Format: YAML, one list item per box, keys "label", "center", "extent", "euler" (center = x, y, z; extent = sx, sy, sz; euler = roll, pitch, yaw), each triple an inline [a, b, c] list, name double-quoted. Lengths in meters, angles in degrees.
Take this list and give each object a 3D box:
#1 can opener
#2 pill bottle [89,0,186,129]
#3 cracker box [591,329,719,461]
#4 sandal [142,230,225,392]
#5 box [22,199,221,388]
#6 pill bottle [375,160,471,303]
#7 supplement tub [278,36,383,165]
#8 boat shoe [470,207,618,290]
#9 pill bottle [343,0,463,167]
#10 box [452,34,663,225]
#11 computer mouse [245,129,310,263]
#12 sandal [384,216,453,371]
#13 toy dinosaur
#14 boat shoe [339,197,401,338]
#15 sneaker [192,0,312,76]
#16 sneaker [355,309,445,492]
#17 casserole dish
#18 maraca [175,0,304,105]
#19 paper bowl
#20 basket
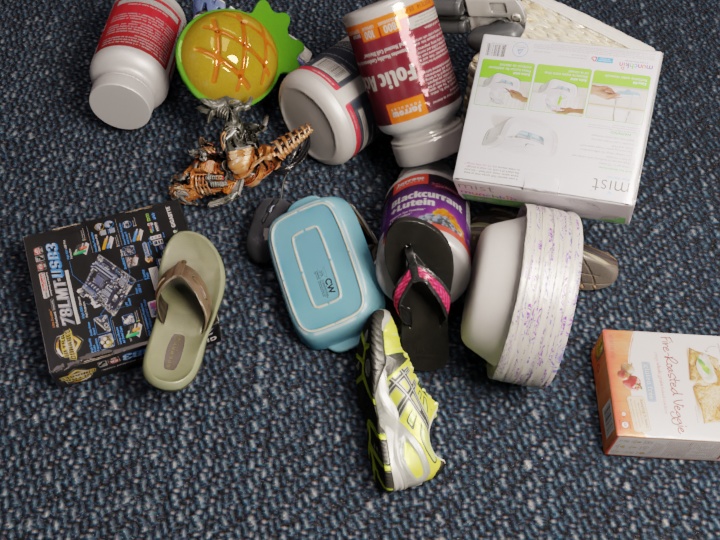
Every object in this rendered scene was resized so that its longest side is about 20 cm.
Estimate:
- label: "can opener"
  center: [0.115, -0.317, 1.055]
  extent: [0.199, 0.053, 0.067]
  euler: [11, 55, 32]
- label: "pill bottle"
  center: [-0.322, -0.304, 1.193]
  extent: [0.111, 0.113, 0.201]
  euler: [5, 54, 1]
- label: "cracker box"
  center: [0.375, 0.143, 0.948]
  extent: [0.199, 0.058, 0.135]
  euler: [3, 55, -1]
- label: "sandal"
  center: [-0.199, 0.038, 0.939]
  extent: [0.079, 0.057, 0.202]
  euler: [3, 57, -2]
- label: "box"
  center: [-0.289, 0.021, 1.006]
  extent: [0.197, 0.050, 0.201]
  euler: [-17, 59, -14]
- label: "pill bottle"
  center: [0.080, -0.054, 1.021]
  extent: [0.111, 0.112, 0.201]
  euler: [6, 37, 2]
- label: "supplement tub"
  center: [-0.001, -0.252, 1.155]
  extent: [0.140, 0.141, 0.200]
  euler: [40, 62, 23]
- label: "boat shoe"
  center: [0.233, -0.037, 1.057]
  extent: [0.199, 0.075, 0.074]
  euler: [19, 56, 9]
- label: "pill bottle"
  center: [0.061, -0.240, 1.044]
  extent: [0.114, 0.201, 0.114]
  euler: [-18, 17, 6]
- label: "box"
  center: [0.222, -0.159, 0.941]
  extent: [0.199, 0.097, 0.178]
  euler: [10, 83, 16]
- label: "computer mouse"
  center: [-0.106, -0.102, 1.083]
  extent: [0.058, 0.034, 0.201]
  euler: [4, 66, 19]
- label: "sandal"
  center: [0.069, 0.035, 0.925]
  extent: [0.075, 0.201, 0.045]
  euler: [-3, 27, 10]
- label: "toy dinosaur"
  center: [-0.160, -0.150, 1.105]
  extent: [0.199, 0.102, 0.136]
  euler: [-8, 60, -6]
- label: "boat shoe"
  center: [0.000, 0.000, 1.025]
  extent: [0.071, 0.068, 0.201]
  euler: [-15, 59, -14]
- label: "sneaker"
  center: [-0.180, -0.314, 1.236]
  extent: [0.198, 0.081, 0.116]
  euler: [26, 80, -2]
- label: "sneaker"
  center: [0.042, 0.141, 0.924]
  extent: [0.076, 0.075, 0.201]
  euler: [-2, 72, -16]
- label: "casserole dish"
  center: [-0.047, -0.001, 0.993]
  extent: [0.121, 0.039, 0.201]
  euler: [-23, 74, 12]
- label: "maraca"
  center: [-0.164, -0.299, 1.147]
  extent: [0.200, 0.107, 0.138]
  euler: [-33, 103, -32]
- label: "paper bowl"
  center: [0.174, 0.025, 0.932]
  extent: [0.104, 0.201, 0.202]
  euler: [11, 55, 5]
- label: "basket"
  center: [0.255, -0.223, 1.117]
  extent: [0.199, 0.199, 0.161]
  euler: [31, 63, 17]
